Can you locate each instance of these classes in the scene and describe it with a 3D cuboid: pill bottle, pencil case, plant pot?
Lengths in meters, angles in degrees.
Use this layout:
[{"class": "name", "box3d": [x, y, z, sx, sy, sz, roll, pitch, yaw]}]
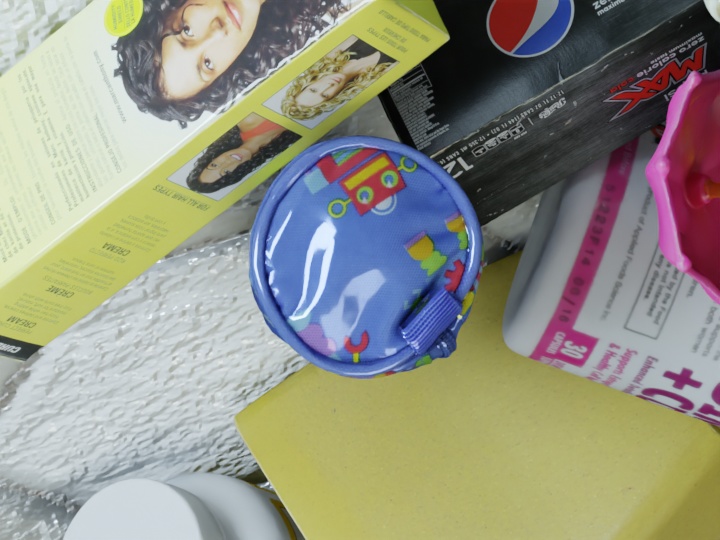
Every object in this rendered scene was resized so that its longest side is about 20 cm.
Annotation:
[{"class": "pill bottle", "box3d": [0.170, 0.013, 0.818, 0.200, 0.113, 0.113, 20, 143, 0]}, {"class": "pill bottle", "box3d": [-0.062, 0.166, 0.997, 0.112, 0.113, 0.200, -34, 149, 17]}, {"class": "pencil case", "box3d": [0.000, 0.000, 0.724, 0.078, 0.087, 0.200, -50, 180, -3]}, {"class": "plant pot", "box3d": [0.097, 0.103, 0.944, 0.176, 0.200, 0.200, -44, 147, 13]}]

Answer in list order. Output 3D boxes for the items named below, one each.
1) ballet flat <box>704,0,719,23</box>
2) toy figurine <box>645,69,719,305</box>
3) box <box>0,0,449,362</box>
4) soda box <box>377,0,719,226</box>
[{"class": "ballet flat", "box3d": [0.116, -0.121, 0.644, 0.200, 0.067, 0.070, 23, 128, -16]}, {"class": "toy figurine", "box3d": [0.193, -0.036, 0.681, 0.184, 0.150, 0.200, -7, 176, 7]}, {"class": "box", "box3d": [-0.071, -0.054, 0.666, 0.200, 0.075, 0.050, -37, 151, 20]}, {"class": "soda box", "box3d": [0.104, -0.098, 0.732, 0.200, 0.063, 0.071, -29, 151, 10]}]
